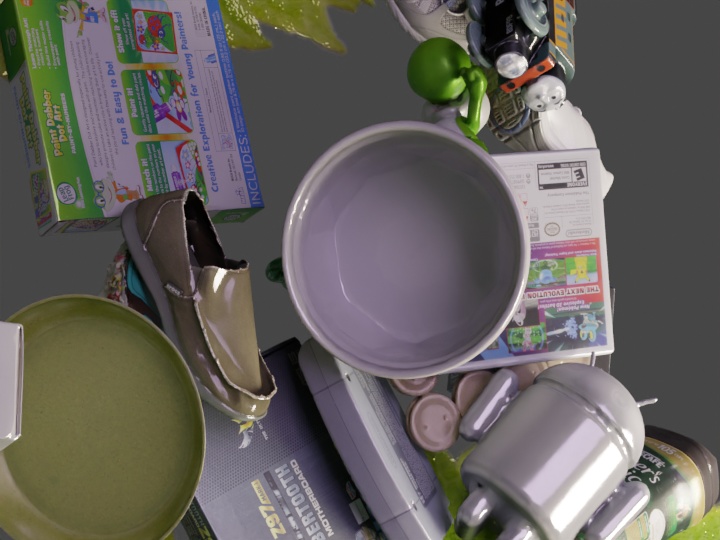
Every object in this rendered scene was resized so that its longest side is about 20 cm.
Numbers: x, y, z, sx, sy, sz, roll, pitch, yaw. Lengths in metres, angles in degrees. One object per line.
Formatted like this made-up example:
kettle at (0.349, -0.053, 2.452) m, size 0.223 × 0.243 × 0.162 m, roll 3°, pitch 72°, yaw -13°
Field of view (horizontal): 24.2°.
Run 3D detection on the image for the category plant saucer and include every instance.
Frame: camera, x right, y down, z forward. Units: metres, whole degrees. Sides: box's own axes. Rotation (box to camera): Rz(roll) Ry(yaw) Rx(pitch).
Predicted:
plant saucer at (-0.202, 0.118, 1.246) m, size 0.202 × 0.198 × 0.031 m, roll 66°, pitch 16°, yaw 4°

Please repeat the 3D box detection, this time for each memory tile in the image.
memory tile at (0.105, 0.056, 1.476) m, size 0.198 × 0.017 × 0.155 m, roll -23°, pitch 93°, yaw -25°

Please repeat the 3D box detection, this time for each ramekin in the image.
ramekin at (0.042, -0.018, 1.359) m, size 0.202 × 0.199 × 0.105 m, roll 64°, pitch 11°, yaw 2°

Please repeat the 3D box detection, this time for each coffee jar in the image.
coffee jar at (0.236, 0.217, 1.531) m, size 0.199 × 0.104 × 0.086 m, roll -27°, pitch 120°, yaw -38°

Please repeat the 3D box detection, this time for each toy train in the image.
toy train at (0.156, -0.236, 1.570) m, size 0.114 × 0.085 × 0.201 m, roll 41°, pitch 34°, yaw -32°

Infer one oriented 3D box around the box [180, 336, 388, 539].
box at (-0.074, 0.177, 1.372) m, size 0.157 × 0.051 × 0.202 m, roll -26°, pitch 87°, yaw -37°

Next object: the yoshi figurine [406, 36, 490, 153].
yoshi figurine at (0.074, -0.139, 1.550) m, size 0.111 × 0.113 × 0.201 m, roll 9°, pitch 45°, yaw -4°

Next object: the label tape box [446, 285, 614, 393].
label tape box at (0.164, 0.034, 1.575) m, size 0.142 × 0.066 × 0.202 m, roll 20°, pitch 65°, yaw -25°

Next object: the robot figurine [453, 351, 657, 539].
robot figurine at (0.163, 0.159, 1.426) m, size 0.169 × 0.113 × 0.200 m, roll 42°, pitch 73°, yaw 10°

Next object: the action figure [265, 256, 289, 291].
action figure at (0.000, 0.000, 1.483) m, size 0.198 × 0.055 × 0.119 m, roll -3°, pitch 63°, yaw -38°

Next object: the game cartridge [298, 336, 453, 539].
game cartridge at (0.013, 0.140, 1.409) m, size 0.202 × 0.040 × 0.133 m, roll 63°, pitch 10°, yaw 1°

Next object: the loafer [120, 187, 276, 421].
loafer at (-0.119, 0.023, 1.319) m, size 0.201 × 0.069 × 0.075 m, roll 61°, pitch 25°, yaw 4°

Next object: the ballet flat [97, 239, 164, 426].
ballet flat at (-0.185, 0.047, 1.329) m, size 0.076 × 0.063 × 0.201 m, roll 51°, pitch 24°, yaw -41°

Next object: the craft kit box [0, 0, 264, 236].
craft kit box at (-0.192, -0.134, 1.413) m, size 0.196 × 0.048 × 0.202 m, roll -4°, pitch 75°, yaw -37°

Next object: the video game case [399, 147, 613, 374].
video game case at (0.125, -0.009, 1.460) m, size 0.198 × 0.023 × 0.185 m, roll -5°, pitch 91°, yaw -23°

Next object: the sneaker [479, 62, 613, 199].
sneaker at (0.182, -0.143, 1.660) m, size 0.087 × 0.074 × 0.202 m, roll -35°, pitch 102°, yaw -46°

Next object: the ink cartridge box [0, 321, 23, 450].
ink cartridge box at (-0.330, 0.093, 1.137) m, size 0.144 × 0.199 × 0.089 m, roll 10°, pitch 67°, yaw -30°

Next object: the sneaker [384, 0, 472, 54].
sneaker at (0.058, -0.289, 1.610) m, size 0.200 × 0.082 × 0.075 m, roll 44°, pitch 55°, yaw -16°
